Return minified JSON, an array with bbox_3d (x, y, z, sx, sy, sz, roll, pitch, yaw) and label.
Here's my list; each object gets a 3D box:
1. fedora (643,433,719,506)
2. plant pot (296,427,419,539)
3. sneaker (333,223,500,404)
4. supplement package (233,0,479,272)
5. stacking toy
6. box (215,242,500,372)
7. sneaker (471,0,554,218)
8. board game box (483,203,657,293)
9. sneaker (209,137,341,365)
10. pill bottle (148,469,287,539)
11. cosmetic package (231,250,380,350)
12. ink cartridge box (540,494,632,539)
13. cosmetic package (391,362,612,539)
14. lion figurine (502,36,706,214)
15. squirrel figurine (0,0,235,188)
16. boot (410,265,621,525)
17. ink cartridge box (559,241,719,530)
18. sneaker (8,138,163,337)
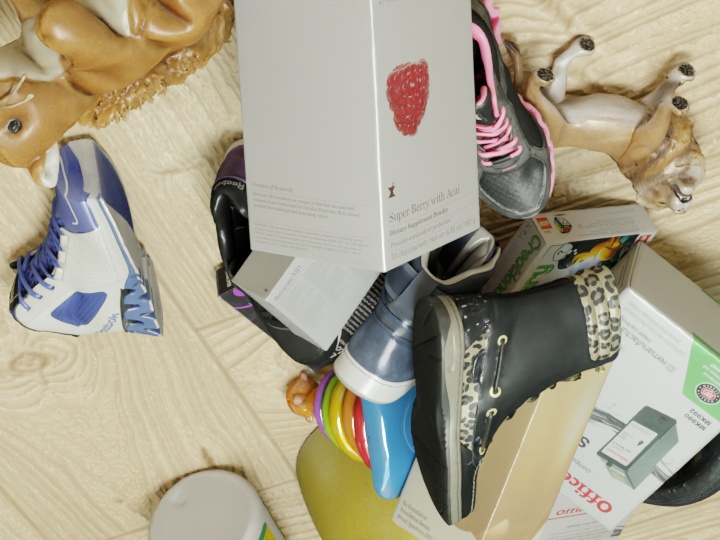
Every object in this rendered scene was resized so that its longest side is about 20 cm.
[{"bbox_3d":[0.270,0.103,1.777,0.199,0.092,0.202,9,113,23],"label":"fedora"},{"bbox_3d":[0.047,0.229,1.857,0.199,0.143,0.201,-6,139,-5],"label":"plant pot"},{"bbox_3d":[0.060,0.014,1.568,0.077,0.202,0.147,32,108,6],"label":"sneaker"},{"bbox_3d":[-0.001,-0.116,1.370,0.119,0.121,0.201,9,111,36],"label":"supplement package"},{"bbox_3d":[0.000,0.119,1.723,0.109,0.117,0.199,-15,-168,-35],"label":"stacking toy"},{"bbox_3d":[0.000,0.000,1.665,0.199,0.036,0.143,-29,137,19],"label":"box"},{"bbox_3d":[0.086,-0.117,1.453,0.079,0.096,0.201,-21,113,11],"label":"sneaker"},{"bbox_3d":[0.149,0.024,1.694,0.126,0.035,0.200,-7,144,-36],"label":"board game box"},{"bbox_3d":[-0.076,0.003,1.567,0.075,0.088,0.201,-6,121,23],"label":"sneaker"},{"bbox_3d":[-0.117,0.286,1.912,0.112,0.113,0.200,-17,140,8],"label":"pill bottle"},{"bbox_3d":[-0.006,-0.048,1.515,0.201,0.051,0.083,-55,135,-8],"label":"cosmetic package"},{"bbox_3d":[0.193,0.225,1.925,0.115,0.067,0.201,-6,141,-24],"label":"ink cartridge box"},{"bbox_3d":[0.113,0.133,1.611,0.071,0.105,0.201,14,99,-44],"label":"cosmetic package"},{"bbox_3d":[0.183,-0.113,1.558,0.199,0.073,0.123,18,142,-9],"label":"lion figurine"},{"bbox_3d":[-0.178,-0.145,1.357,0.187,0.141,0.200,-55,159,3],"label":"squirrel figurine"},{"bbox_3d":[0.118,0.092,1.506,0.153,0.074,0.205,-15,127,-17],"label":"boot"},{"bbox_3d":[0.220,0.100,1.680,0.146,0.084,0.200,36,122,-7],"label":"ink cartridge box"},{"bbox_3d":[-0.228,-0.004,1.579,0.114,0.081,0.200,-13,141,0],"label":"sneaker"}]
